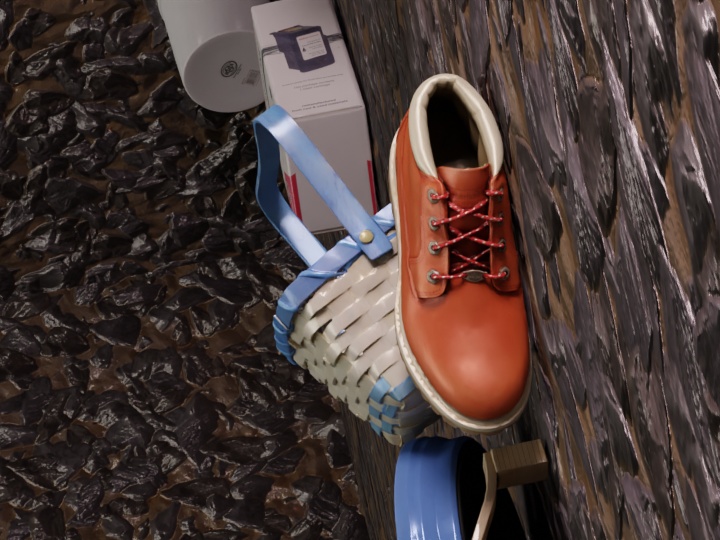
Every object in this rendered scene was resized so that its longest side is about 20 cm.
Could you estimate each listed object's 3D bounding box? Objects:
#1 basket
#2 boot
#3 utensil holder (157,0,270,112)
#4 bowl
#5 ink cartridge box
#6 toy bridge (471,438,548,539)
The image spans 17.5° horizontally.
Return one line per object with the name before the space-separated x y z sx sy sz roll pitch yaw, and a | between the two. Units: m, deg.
basket | 0.000 0.000 1.468 0.200 0.139 0.176 47 169 11
boot | 0.055 -0.011 1.314 0.107 0.075 0.200 105 156 -70
utensil holder | -0.207 -0.359 3.513 0.170 0.170 0.200 83 174 -45
bowl | 0.074 0.198 1.448 0.201 0.039 0.201 -16 -90 -75
ink cartridge box | -0.045 -0.154 2.279 0.200 0.084 0.145 -106 6 -49
toy bridge | 0.094 0.196 1.333 0.027 0.067 0.200 86 172 -62
